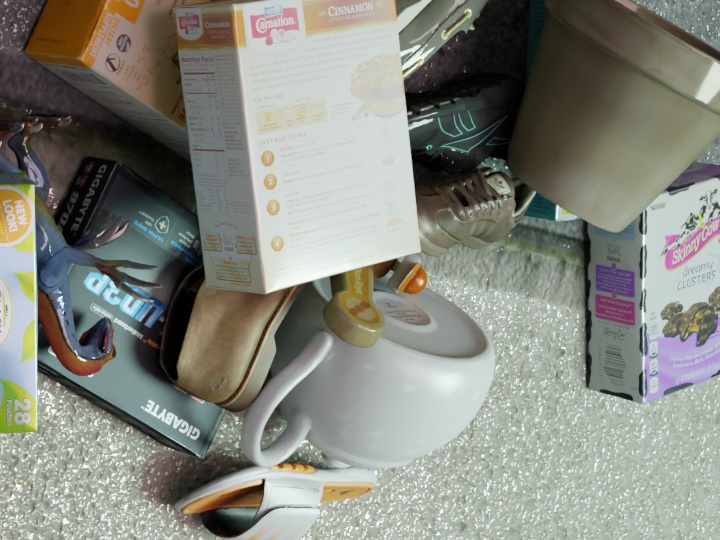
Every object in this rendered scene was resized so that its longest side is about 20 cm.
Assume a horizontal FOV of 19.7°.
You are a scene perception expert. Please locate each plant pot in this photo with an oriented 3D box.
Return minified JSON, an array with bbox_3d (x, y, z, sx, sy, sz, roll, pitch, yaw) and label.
[{"bbox_3d":[0.214,-0.136,1.762,0.199,0.200,0.174,19,107,-44],"label":"plant pot"}]

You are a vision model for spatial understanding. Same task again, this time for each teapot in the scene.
[{"bbox_3d":[0.002,0.093,1.664,0.199,0.198,0.147,20,108,-14],"label":"teapot"}]

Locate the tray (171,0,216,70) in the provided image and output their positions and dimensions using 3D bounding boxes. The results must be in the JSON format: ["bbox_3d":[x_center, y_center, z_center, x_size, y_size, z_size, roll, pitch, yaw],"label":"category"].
[{"bbox_3d":[-0.053,-0.198,1.540,0.099,0.037,0.201,50,60,-37],"label":"tray"}]

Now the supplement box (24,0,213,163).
[{"bbox_3d":[-0.135,-0.167,1.539,0.200,0.073,0.127,32,75,-43],"label":"supplement box"}]

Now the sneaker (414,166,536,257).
[{"bbox_3d":[0.086,-0.061,1.737,0.071,0.075,0.200,55,19,11],"label":"sneaker"}]

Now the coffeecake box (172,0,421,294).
[{"bbox_3d":[-0.043,-0.098,1.479,0.153,0.073,0.201,-15,104,-40],"label":"coffeecake box"}]

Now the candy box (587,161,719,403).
[{"bbox_3d":[0.297,0.008,1.996,0.167,0.071,0.201,-16,109,-41],"label":"candy box"}]

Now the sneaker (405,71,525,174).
[{"bbox_3d":[0.070,-0.116,1.749,0.199,0.075,0.080,-16,111,-41],"label":"sneaker"}]

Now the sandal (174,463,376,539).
[{"bbox_3d":[-0.055,0.194,1.676,0.206,0.079,0.060,3,65,-46],"label":"sandal"}]

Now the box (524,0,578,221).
[{"bbox_3d":[0.191,-0.149,1.878,0.082,0.049,0.201,-6,102,-43],"label":"box"}]

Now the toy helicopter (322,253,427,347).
[{"bbox_3d":[0.000,0.000,1.608,0.132,0.200,0.079,27,117,-18],"label":"toy helicopter"}]

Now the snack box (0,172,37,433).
[{"bbox_3d":[-0.313,0.023,1.354,0.199,0.068,0.170,-3,101,-17],"label":"snack box"}]

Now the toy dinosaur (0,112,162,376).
[{"bbox_3d":[-0.228,-0.017,1.456,0.105,0.199,0.183,-59,151,-79],"label":"toy dinosaur"}]

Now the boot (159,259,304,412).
[{"bbox_3d":[-0.089,0.002,1.561,0.075,0.073,0.201,23,82,-34],"label":"boot"}]

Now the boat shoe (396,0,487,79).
[{"bbox_3d":[0.062,-0.219,1.725,0.201,0.072,0.060,-40,125,-25],"label":"boat shoe"}]

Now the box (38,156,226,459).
[{"bbox_3d":[-0.163,0.030,1.570,0.200,0.046,0.160,37,72,-42],"label":"box"}]
